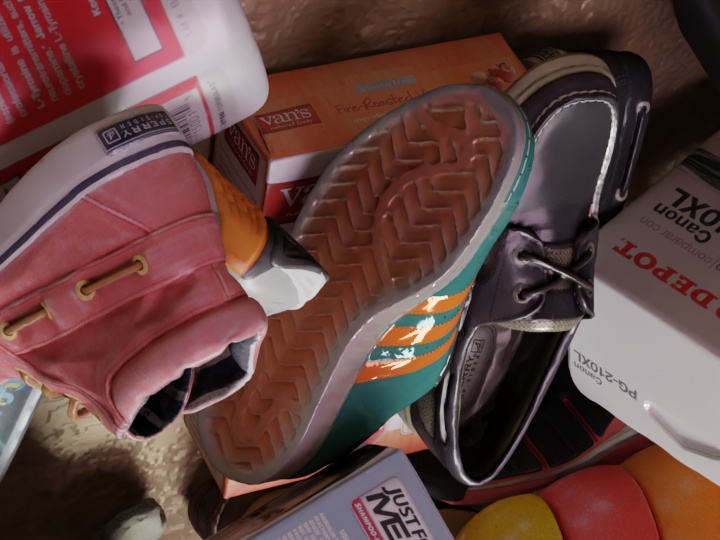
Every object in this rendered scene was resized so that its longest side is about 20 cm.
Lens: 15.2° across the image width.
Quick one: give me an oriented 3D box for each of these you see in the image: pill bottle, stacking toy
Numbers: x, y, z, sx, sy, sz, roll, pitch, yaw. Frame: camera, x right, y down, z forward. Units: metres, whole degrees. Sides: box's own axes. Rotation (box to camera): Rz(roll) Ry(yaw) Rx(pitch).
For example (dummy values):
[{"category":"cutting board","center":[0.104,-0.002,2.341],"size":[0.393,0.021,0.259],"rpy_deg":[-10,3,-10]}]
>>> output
[{"category":"pill bottle","center":[-0.143,-0.067,0.981],"size":[0.199,0.112,0.113],"rpy_deg":[-27,140,-6]},{"category":"stacking toy","center":[0.087,0.145,1.249],"size":[0.199,0.147,0.147],"rpy_deg":[0,132,-16]}]

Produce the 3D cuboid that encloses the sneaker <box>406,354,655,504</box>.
[{"category":"sneaker","center":[0.118,0.076,1.319],"size":[0.199,0.074,0.087],"rpy_deg":[-23,140,-11]}]

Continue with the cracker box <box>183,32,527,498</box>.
[{"category":"cracker box","center":[0.000,0.000,1.180],"size":[0.133,0.058,0.201],"rpy_deg":[-12,135,-22]}]

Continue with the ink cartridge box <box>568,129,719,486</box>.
[{"category":"ink cartridge box","center":[0.207,0.001,1.200],"size":[0.200,0.145,0.085],"rpy_deg":[-38,144,-26]}]

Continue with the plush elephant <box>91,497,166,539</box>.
[{"category":"plush elephant","center":[-0.119,0.190,1.212],"size":[0.165,0.199,0.156],"rpy_deg":[-34,144,-46]}]

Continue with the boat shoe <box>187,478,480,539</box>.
[{"category":"boat shoe","center":[0.009,0.136,1.304],"size":[0.199,0.070,0.071],"rpy_deg":[23,84,-33]}]

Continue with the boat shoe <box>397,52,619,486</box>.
[{"category":"boat shoe","center":[0.069,0.004,1.134],"size":[0.072,0.065,0.201],"rpy_deg":[-1,128,-32]}]

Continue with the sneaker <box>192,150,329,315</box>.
[{"category":"sneaker","center":[-0.078,0.013,1.040],"size":[0.076,0.200,0.092],"rpy_deg":[42,77,-9]}]

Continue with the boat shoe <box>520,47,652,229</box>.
[{"category":"boat shoe","center":[0.089,-0.012,1.218],"size":[0.056,0.069,0.201],"rpy_deg":[-10,133,-24]}]

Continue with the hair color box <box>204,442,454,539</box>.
[{"category":"hair color box","center":[-0.061,0.146,1.106],"size":[0.199,0.061,0.099],"rpy_deg":[-30,-178,-9]}]

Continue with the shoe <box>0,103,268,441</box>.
[{"category":"shoe","center":[-0.102,0.026,0.961],"size":[0.071,0.091,0.200],"rpy_deg":[-20,168,-37]}]

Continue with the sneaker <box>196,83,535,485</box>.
[{"category":"sneaker","center":[0.012,0.004,1.099],"size":[0.080,0.071,0.200],"rpy_deg":[-4,137,-56]}]

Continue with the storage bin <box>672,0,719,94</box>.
[{"category":"storage bin","center":[0.222,-0.129,1.133],"size":[0.199,0.135,0.146],"rpy_deg":[-29,140,-5]}]

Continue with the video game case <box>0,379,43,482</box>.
[{"category":"video game case","center":[-0.242,0.095,1.150],"size":[0.181,0.023,0.201],"rpy_deg":[6,126,-36]}]
